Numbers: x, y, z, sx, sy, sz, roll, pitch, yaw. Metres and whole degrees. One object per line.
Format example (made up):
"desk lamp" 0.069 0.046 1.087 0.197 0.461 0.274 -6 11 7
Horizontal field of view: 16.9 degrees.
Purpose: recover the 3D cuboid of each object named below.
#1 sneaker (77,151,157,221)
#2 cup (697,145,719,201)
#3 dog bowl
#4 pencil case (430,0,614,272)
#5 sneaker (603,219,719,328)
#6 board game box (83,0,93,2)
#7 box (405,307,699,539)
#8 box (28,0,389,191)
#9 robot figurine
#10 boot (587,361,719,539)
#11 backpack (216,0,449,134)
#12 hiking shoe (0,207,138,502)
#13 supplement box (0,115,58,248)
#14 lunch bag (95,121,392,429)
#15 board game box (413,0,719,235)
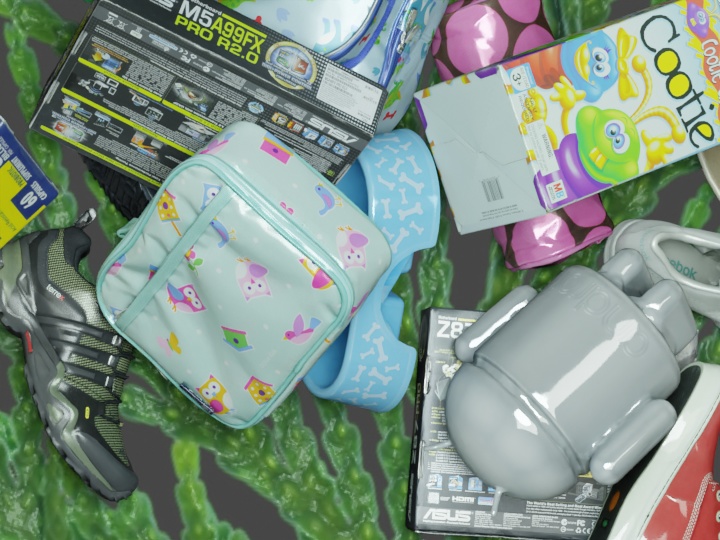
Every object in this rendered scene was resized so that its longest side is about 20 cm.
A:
"sneaker" -0.118 -0.054 1.717 0.200 0.070 0.082 47 66 -5
"cup" 0.353 -0.120 1.715 0.201 0.200 0.143 53 43 -1
"dog bowl" 0.000 0.000 1.674 0.049 0.111 0.201 2 108 -27
"pencil case" 0.119 -0.103 1.732 0.093 0.091 0.201 -16 90 -43
"sneaker" 0.277 0.009 1.733 0.199 0.088 0.076 12 82 -16
"board game box" -0.113 -0.273 1.617 0.134 0.029 0.201 0 65 11
"box" 0.137 0.113 1.737 0.199 0.049 0.162 4 88 -7
"box" -0.103 -0.107 1.614 0.199 0.160 0.044 26 54 -11
"robot figurine" 0.138 0.077 1.659 0.200 0.113 0.169 -43 49 -9
"boot" 0.247 0.175 1.693 0.144 0.072 0.201 24 93 -8
"backpack" -0.040 -0.189 1.677 0.182 0.147 0.201 18 94 16
"hiking shoe" -0.185 0.059 1.690 0.100 0.076 0.201 -23 89 -4
"supplement box" -0.324 -0.040 1.646 0.200 0.109 0.109 -43 62 -6
"lunch bag" -0.086 0.005 1.616 0.160 0.200 0.077 41 44 0
"board game box" 0.154 -0.109 1.643 0.199 0.105 0.104 -22 95 -33
